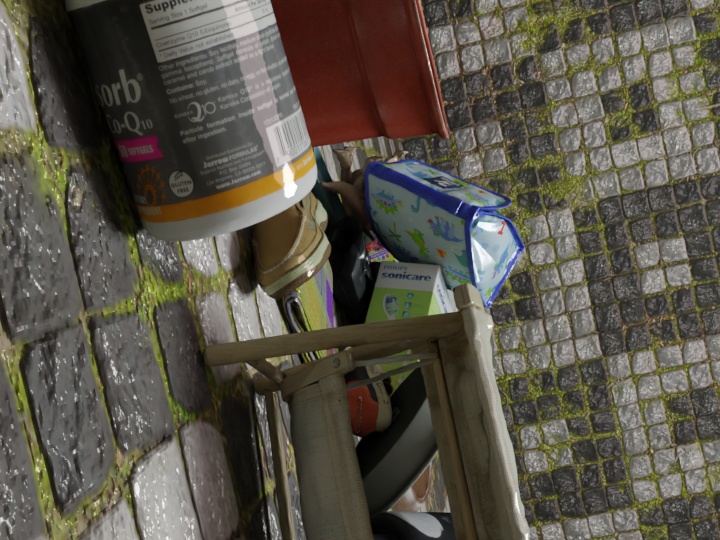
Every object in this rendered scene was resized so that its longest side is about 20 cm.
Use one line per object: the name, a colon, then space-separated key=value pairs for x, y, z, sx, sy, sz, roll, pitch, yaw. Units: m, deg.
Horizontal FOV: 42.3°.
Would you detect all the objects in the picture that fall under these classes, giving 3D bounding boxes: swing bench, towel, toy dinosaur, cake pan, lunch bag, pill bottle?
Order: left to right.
pill bottle: x=-0.103 y=-0.129 z=0.545 sx=0.117 sy=0.115 sz=0.202 roll=-81 pitch=156 yaw=-69
towel: x=-0.055 y=0.016 z=0.985 sx=0.201 sy=0.022 sz=0.145 roll=-93 pitch=168 yaw=-50
toy dinosaur: x=0.005 y=-0.094 z=1.264 sx=0.200 sy=0.085 sz=0.138 roll=-37 pitch=134 yaw=-70
swing bench: x=0.014 y=0.140 z=0.642 sx=0.130 sy=0.197 sz=0.202 roll=55 pitch=24 yaw=-69
cake pan: x=0.044 y=0.165 z=0.956 sx=0.037 sy=0.201 sz=0.200 roll=37 pitch=13 yaw=-4
lunch bag: x=0.104 y=-0.062 z=1.204 sx=0.128 sy=0.169 sz=0.200 roll=-60 pitch=150 yaw=-7

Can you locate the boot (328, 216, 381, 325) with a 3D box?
boot: x=0.000 y=0.001 z=1.255 sx=0.201 sy=0.065 sz=0.166 roll=63 pitch=18 yaw=-47

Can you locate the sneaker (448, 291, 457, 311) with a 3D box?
sneaker: x=0.112 y=0.112 z=1.647 sx=0.116 sy=0.073 sz=0.202 roll=-85 pitch=-163 yaw=-77

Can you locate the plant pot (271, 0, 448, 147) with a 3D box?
plant pot: x=-0.043 y=-0.185 z=0.764 sx=0.201 sy=0.192 sz=0.204 roll=-12 pitch=90 yaw=-82

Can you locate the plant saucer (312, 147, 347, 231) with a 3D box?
plant saucer: x=-0.042 y=-0.092 z=1.262 sx=0.201 sy=0.019 sz=0.071 roll=67 pitch=13 yaw=-55

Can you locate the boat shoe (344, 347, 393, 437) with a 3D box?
boat shoe: x=0.005 y=0.131 z=1.012 sx=0.200 sy=0.062 sz=0.072 roll=-70 pitch=162 yaw=-83

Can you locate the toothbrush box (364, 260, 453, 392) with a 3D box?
toothbrush box: x=0.057 y=0.112 z=1.192 sx=0.146 sy=0.085 sz=0.202 roll=66 pitch=35 yaw=-54

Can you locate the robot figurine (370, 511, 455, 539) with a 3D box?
robot figurine: x=0.067 y=0.293 z=0.873 sx=0.150 sy=0.198 sz=0.127 roll=21 pitch=-82 yaw=55

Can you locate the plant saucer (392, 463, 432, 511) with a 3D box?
plant saucer: x=0.071 y=0.255 z=1.339 sx=0.200 sy=0.032 sz=0.203 roll=-6 pitch=90 yaw=-72

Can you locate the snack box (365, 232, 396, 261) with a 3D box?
snack box: x=0.057 y=-0.007 z=1.640 sx=0.200 sy=0.052 sz=0.144 roll=-66 pitch=133 yaw=-76

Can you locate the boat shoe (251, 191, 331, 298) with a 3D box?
boat shoe: x=-0.073 y=-0.041 z=0.837 sx=0.077 sy=0.071 sz=0.200 roll=59 pitch=6 yaw=-18
